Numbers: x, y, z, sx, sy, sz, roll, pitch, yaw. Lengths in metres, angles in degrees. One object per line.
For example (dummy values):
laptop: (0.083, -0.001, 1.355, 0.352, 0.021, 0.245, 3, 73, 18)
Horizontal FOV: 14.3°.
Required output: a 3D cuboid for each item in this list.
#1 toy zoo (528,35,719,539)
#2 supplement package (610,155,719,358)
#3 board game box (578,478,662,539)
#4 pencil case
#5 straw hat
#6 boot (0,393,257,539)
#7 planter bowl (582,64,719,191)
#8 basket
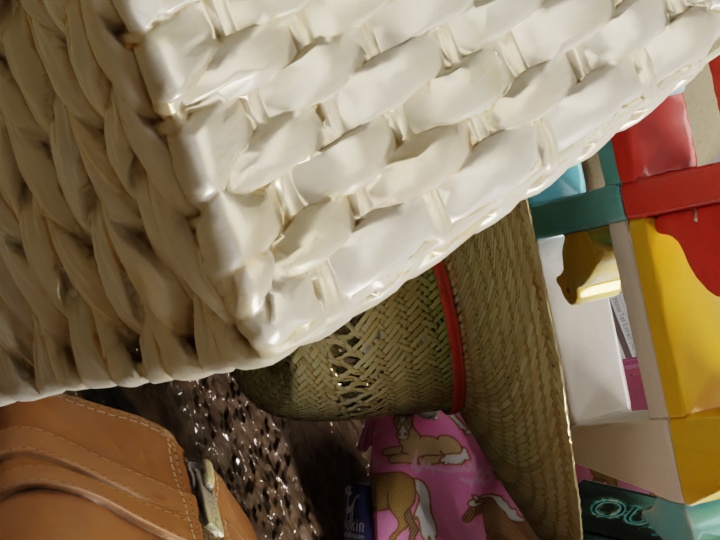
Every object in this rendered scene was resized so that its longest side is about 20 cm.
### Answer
toy zoo: (0.074, -0.022, 0.729, 0.131, 0.020, 0.201, 167, -89, -68)
supplement package: (0.175, -0.020, 1.242, 0.151, 0.199, 0.152, 68, 18, -1)
board game box: (0.128, 0.167, 0.874, 0.028, 0.135, 0.201, -40, 132, -46)
pencil case: (0.097, 0.066, 0.919, 0.087, 0.199, 0.083, 65, 19, -49)
straw hat: (0.000, 0.000, 0.812, 0.201, 0.085, 0.202, 168, -90, -88)
boot: (-0.072, 0.071, 0.647, 0.200, 0.077, 0.156, 40, 23, -33)
planter bowl: (0.054, -0.089, 1.033, 0.201, 0.199, 0.135, 56, 48, -32)
basket: (-0.050, -0.092, 0.628, 0.200, 0.160, 0.199, -32, 108, -43)
